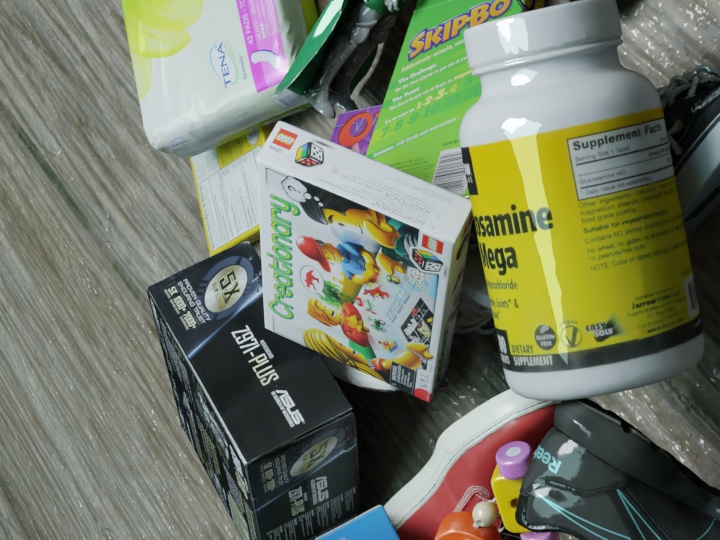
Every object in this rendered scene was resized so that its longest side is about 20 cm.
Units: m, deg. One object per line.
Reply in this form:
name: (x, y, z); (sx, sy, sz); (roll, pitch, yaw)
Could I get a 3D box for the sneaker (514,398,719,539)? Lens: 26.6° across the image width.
sneaker: (0.173, 0.148, 0.829); (0.080, 0.199, 0.075); (-57, 6, 0)

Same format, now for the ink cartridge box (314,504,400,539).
ink cartridge box: (0.028, 0.265, 1.022); (0.202, 0.067, 0.116); (63, 171, 9)

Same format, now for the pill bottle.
pill bottle: (0.115, -0.040, 0.827); (0.112, 0.112, 0.203); (-7, 97, 50)

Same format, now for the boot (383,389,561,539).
boot: (0.097, 0.174, 0.998); (0.145, 0.072, 0.201); (62, 142, 27)

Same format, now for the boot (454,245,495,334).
boot: (0.081, 0.004, 0.996); (0.199, 0.073, 0.096); (32, 158, 50)

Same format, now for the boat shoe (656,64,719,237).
boat shoe: (0.192, -0.078, 0.864); (0.068, 0.073, 0.200); (55, 142, 19)

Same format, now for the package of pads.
package of pads: (-0.115, -0.205, 1.196); (0.153, 0.068, 0.203); (-20, 76, 28)

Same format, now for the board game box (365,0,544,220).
board game box: (0.058, -0.111, 0.975); (0.095, 0.030, 0.202); (-9, 51, 36)

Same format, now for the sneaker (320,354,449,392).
sneaker: (-0.007, 0.017, 1.103); (0.199, 0.080, 0.087); (35, 118, 42)

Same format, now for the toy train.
toy train: (0.129, 0.170, 0.927); (0.198, 0.056, 0.152); (16, 123, 10)

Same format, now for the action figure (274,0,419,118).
action figure: (0.020, -0.202, 1.057); (0.054, 0.118, 0.201); (33, 110, 14)

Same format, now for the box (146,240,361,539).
box: (-0.074, 0.108, 1.115); (0.164, 0.085, 0.201); (56, 163, 32)

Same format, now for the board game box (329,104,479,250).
board game box: (0.055, -0.064, 0.977); (0.198, 0.032, 0.121); (-8, 46, 35)

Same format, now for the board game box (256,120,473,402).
board game box: (0.000, 0.000, 0.939); (0.125, 0.035, 0.201); (23, 151, 12)

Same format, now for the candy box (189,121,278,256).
candy box: (-0.108, -0.122, 1.255); (0.102, 0.026, 0.203); (-26, 72, 47)

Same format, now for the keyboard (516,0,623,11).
keyboard: (0.122, -0.243, 0.979); (0.104, 0.040, 0.201); (-36, 62, 19)
